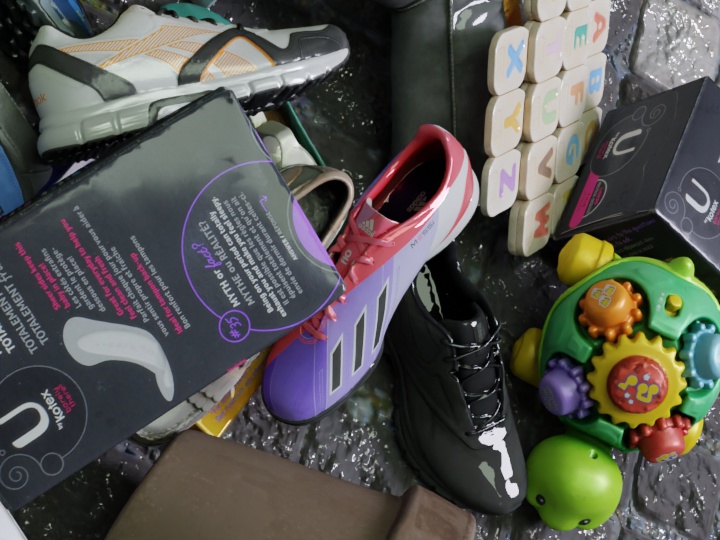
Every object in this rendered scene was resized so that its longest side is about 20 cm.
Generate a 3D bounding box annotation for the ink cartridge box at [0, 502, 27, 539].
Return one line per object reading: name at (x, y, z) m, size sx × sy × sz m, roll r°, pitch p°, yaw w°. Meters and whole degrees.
ink cartridge box at (-0.258, 0.158, 0.761) m, size 0.145 × 0.084 × 0.201 m, roll -33°, pitch 93°, yaw -31°

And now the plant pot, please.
plant pot at (-0.056, 0.180, 0.815) m, size 0.174 × 0.201 × 0.201 m, roll 32°, pitch 64°, yaw 2°

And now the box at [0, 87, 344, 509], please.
box at (-0.126, 0.010, 0.750) m, size 0.199 × 0.106 × 0.123 m, roll -33°, pitch 99°, yaw -9°

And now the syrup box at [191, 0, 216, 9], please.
syrup box at (-0.063, -0.276, 0.975) m, size 0.079 × 0.081 × 0.201 m, roll 43°, pitch 64°, yaw -12°

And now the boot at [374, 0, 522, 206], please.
boot at (0.028, -0.135, 0.955) m, size 0.180 × 0.202 × 0.073 m, roll -3°, pitch 34°, yaw -7°

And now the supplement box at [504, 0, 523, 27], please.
supplement box at (0.054, -0.243, 0.984) m, size 0.069 × 0.066 × 0.202 m, roll -35°, pitch 126°, yaw -29°

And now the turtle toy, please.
turtle toy at (0.172, 0.081, 0.973) m, size 0.145 × 0.101 × 0.202 m, roll 25°, pitch 108°, yaw 0°

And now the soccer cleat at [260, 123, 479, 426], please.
soccer cleat at (0.000, 0.000, 0.877) m, size 0.068 × 0.073 × 0.201 m, roll 31°, pitch 76°, yaw 25°

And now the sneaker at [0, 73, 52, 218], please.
sneaker at (-0.268, -0.094, 0.829) m, size 0.199 × 0.077 × 0.112 m, roll 36°, pitch 53°, yaw -3°

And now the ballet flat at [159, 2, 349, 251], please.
ballet flat at (-0.063, -0.094, 0.934) m, size 0.067 × 0.070 × 0.201 m, roll -30°, pitch 91°, yaw -29°

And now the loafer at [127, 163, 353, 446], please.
loafer at (-0.075, 0.015, 0.851) m, size 0.072 × 0.063 × 0.201 m, roll 41°, pitch 72°, yaw -16°

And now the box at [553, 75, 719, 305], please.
box at (0.255, -0.022, 1.044) m, size 0.200 × 0.106 × 0.123 m, roll 39°, pitch 62°, yaw -23°

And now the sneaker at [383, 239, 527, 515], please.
sneaker at (0.060, 0.065, 0.946) m, size 0.076 × 0.091 × 0.202 m, roll -27°, pitch 91°, yaw -32°

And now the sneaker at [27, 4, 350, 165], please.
sneaker at (-0.098, -0.124, 0.848) m, size 0.198 × 0.074 × 0.081 m, roll -16°, pitch 86°, yaw -24°

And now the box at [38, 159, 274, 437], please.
box at (-0.130, -0.003, 0.894) m, size 0.200 × 0.041 × 0.119 m, roll 45°, pitch 62°, yaw -13°

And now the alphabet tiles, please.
alphabet tiles at (0.132, -0.115, 0.996) m, size 0.195 × 0.014 × 0.202 m, roll -28°, pitch 124°, yaw -56°

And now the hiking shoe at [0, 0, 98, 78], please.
hiking shoe at (-0.200, -0.196, 0.887) m, size 0.086 × 0.074 × 0.201 m, roll -38°, pitch 95°, yaw -29°
